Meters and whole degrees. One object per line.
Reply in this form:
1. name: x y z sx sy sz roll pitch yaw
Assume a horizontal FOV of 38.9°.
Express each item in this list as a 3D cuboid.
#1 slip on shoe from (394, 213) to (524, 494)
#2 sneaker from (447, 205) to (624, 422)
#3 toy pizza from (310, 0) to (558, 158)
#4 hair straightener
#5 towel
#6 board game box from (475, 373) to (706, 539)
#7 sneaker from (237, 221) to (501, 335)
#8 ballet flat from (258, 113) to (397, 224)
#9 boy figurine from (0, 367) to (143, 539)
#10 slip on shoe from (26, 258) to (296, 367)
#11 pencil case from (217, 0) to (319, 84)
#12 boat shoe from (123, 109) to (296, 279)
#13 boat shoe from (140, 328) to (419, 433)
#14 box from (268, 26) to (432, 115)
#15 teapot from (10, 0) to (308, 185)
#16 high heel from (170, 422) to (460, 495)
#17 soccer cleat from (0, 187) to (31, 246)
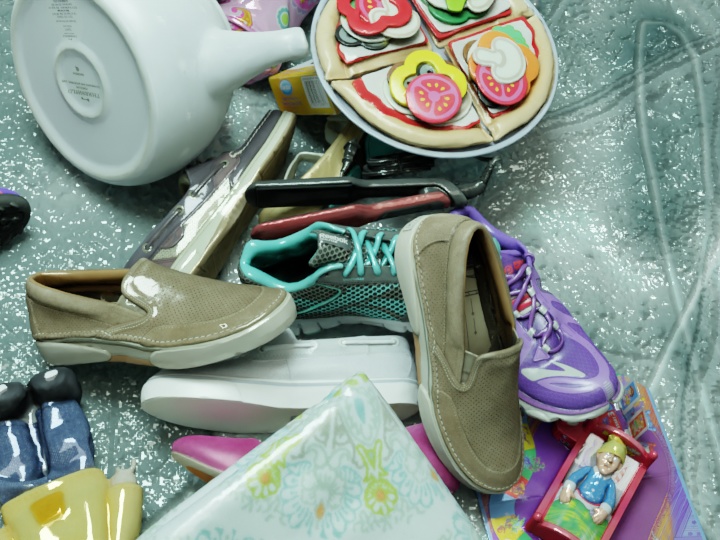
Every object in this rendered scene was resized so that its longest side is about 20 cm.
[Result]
1. slip on shoe: 0.080 0.058 0.682 0.076 0.061 0.201 -19 100 -38
2. sneaker: 0.115 0.029 0.759 0.081 0.084 0.200 -29 56 -19
3. toy pizza: 0.061 -0.178 0.797 0.200 0.032 0.201 4 64 -7
4. hair straightener: 0.009 -0.074 0.779 0.199 0.041 0.077 -12 67 -3
5. towel: -0.027 0.189 0.639 0.200 0.048 0.171 -35 95 -18
6. board game box: 0.163 0.149 0.730 0.158 0.039 0.200 -7 59 -10
7. sneaker: 0.000 0.000 0.738 0.199 0.091 0.078 -11 62 17
8. ballet flat: -0.016 -0.097 0.847 0.063 0.069 0.200 24 59 17
9. boy figurine: -0.202 0.168 0.669 0.124 0.064 0.200 -13 58 -16
10. slip on shoe: -0.144 0.024 0.710 0.199 0.061 0.076 -3 25 23
11. pencil case: -0.069 -0.261 0.929 0.087 0.088 0.200 25 59 9
12. boat shoe: -0.117 -0.059 0.811 0.065 0.072 0.200 27 66 5
13. boat shoe: -0.055 0.073 0.733 0.199 0.072 0.069 -2 63 -7
14. box: 0.032 -0.188 0.880 0.200 0.119 0.042 -29 109 -20
15. teapot: -0.173 -0.172 0.821 0.200 0.197 0.146 47 46 6
16. high heel: -0.025 0.122 0.706 0.199 0.067 0.096 16 68 -2
17. soccer cleat: -0.356 -0.035 0.775 0.200 0.068 0.073 -19 58 -14
